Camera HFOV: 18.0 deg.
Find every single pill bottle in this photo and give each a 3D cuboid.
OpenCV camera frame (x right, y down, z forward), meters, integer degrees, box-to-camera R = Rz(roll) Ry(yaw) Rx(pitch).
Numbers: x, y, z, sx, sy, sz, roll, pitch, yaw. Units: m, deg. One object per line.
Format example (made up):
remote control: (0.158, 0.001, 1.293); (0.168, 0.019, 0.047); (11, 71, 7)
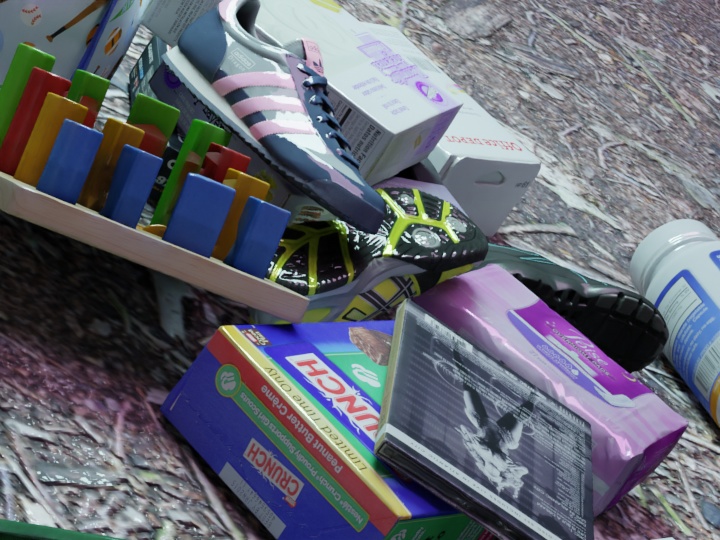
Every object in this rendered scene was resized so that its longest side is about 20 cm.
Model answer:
pill bottle: (0.305, 0.046, 1.890); (0.112, 0.112, 0.200); (18, 26, -35)

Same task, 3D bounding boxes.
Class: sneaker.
sneaker: (0.000, 0.000, 1.530); (0.200, 0.077, 0.075); (-13, 50, -37)
sneaker: (-0.043, -0.108, 1.494); (0.200, 0.082, 0.070); (43, 1, 20)
sneaker: (0.158, 0.021, 1.784); (0.200, 0.075, 0.079); (22, 22, -30)

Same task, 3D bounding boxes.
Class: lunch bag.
lunch bag: (-0.204, -0.204, 1.569); (0.124, 0.200, 0.170); (32, 22, -5)

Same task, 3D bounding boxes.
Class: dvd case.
dvd case: (0.078, 0.101, 1.363); (0.149, 0.016, 0.200); (35, 21, -9)

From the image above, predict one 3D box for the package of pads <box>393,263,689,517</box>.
package of pads: (0.124, 0.081, 1.601); (0.200, 0.076, 0.120); (40, 25, 17)

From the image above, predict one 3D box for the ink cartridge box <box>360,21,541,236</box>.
ink cartridge box: (0.033, -0.120, 1.892); (0.200, 0.085, 0.144); (44, 24, 28)

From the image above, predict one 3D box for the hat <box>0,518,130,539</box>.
hat: (-0.113, 0.215, 1.050); (0.165, 0.177, 0.200); (16, -11, -34)

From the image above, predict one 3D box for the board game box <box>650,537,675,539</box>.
board game box: (0.210, 0.252, 1.396); (0.200, 0.047, 0.151); (46, 24, 29)

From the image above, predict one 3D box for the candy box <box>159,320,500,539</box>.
candy box: (0.006, 0.109, 1.368); (0.169, 0.077, 0.200); (46, 25, 26)

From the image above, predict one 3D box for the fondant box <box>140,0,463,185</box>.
fondant box: (-0.039, -0.148, 1.618); (0.200, 0.058, 0.144); (40, 24, 9)

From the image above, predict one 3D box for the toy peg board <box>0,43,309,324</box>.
toy peg board: (-0.141, -0.061, 1.396); (0.200, 0.098, 0.199); (22, 0, -28)

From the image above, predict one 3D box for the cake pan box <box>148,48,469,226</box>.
cake pan box: (-0.031, -0.080, 1.632); (0.200, 0.052, 0.184); (11, 35, -43)

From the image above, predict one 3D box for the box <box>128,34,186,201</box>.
box: (-0.091, -0.088, 1.694); (0.159, 0.046, 0.200); (26, 23, -20)
